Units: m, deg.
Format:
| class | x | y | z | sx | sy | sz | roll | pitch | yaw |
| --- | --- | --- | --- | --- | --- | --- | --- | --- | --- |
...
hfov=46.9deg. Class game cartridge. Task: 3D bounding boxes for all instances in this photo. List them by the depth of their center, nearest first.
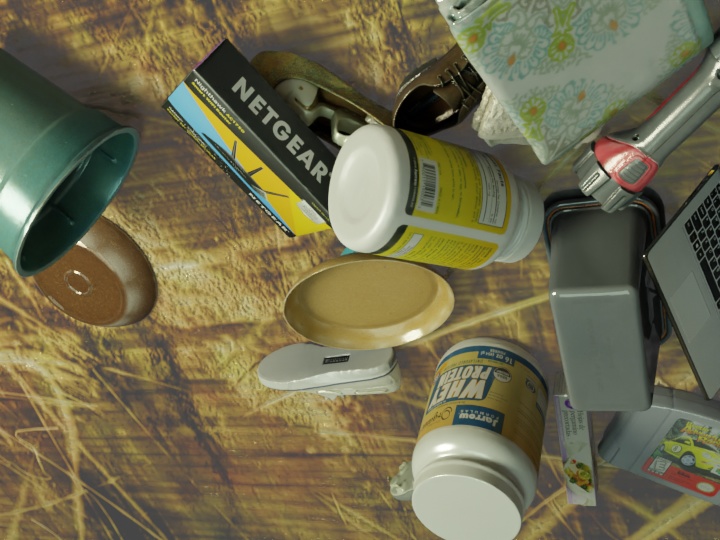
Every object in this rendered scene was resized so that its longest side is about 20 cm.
| class | x | y | z | sx | sy | sz | roll | pitch | yaw |
| --- | --- | --- | --- | --- | --- | --- | --- | --- | --- |
| game cartridge | 0.397 | 0.208 | 0.981 | 0.195 | 0.041 | 0.135 | 19 | 128 | 5 |

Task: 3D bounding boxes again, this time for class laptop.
| class | x | y | z | sx | sy | sz | roll | pitch | yaw |
| --- | --- | --- | --- | --- | --- | --- | --- | --- | --- |
| laptop | 0.387 | -0.002 | 0.763 | 0.115 | 0.200 | 0.189 | 14 | 143 | 57 |

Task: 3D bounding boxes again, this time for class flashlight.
| class | x | y | z | sx | sy | sz | roll | pitch | yaw |
| --- | --- | --- | --- | --- | --- | --- | --- | --- | --- |
| flashlight | 0.274 | -0.139 | 0.728 | 0.201 | 0.067 | 0.068 | -51 | 62 | 37 |

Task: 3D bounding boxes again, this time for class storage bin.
| class | x | y | z | sx | sy | sz | roll | pitch | yaw |
| --- | --- | --- | --- | --- | --- | --- | --- | --- | --- |
| storage bin | 0.254 | 0.039 | 0.830 | 0.142 | 0.136 | 0.203 | -3 | 128 | 23 |

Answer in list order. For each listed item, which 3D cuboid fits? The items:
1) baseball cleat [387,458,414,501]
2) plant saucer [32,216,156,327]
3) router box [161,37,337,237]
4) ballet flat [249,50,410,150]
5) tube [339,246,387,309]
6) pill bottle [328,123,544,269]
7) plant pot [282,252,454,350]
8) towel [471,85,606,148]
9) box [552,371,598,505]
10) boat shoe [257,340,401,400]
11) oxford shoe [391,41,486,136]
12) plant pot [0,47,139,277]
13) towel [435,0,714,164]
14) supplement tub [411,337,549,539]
| class | x | y | z | sx | sy | sz | roll | pitch | yaw |
| --- | --- | --- | --- | --- | --- | --- | --- | --- | --- |
| baseball cleat | 0.127 | 0.281 | 1.121 | 0.106 | 0.070 | 0.199 | 40 | 131 | -14 |
| plant saucer | -0.369 | 0.007 | 1.112 | 0.195 | 0.037 | 0.204 | 11 | 131 | 13 |
| router box | -0.102 | -0.125 | 0.844 | 0.200 | 0.051 | 0.148 | 46 | 160 | -16 |
| ballet flat | -0.030 | -0.154 | 0.828 | 0.197 | 0.071 | 0.071 | 28 | 133 | -2 |
| tube | 0.000 | 0.000 | 0.958 | 0.076 | 0.051 | 0.201 | 27 | 136 | -8 |
| pill bottle | 0.076 | -0.062 | 0.783 | 0.196 | 0.115 | 0.112 | 9 | 142 | -34 |
| plant pot | 0.009 | 0.033 | 0.947 | 0.194 | 0.028 | 0.202 | -2 | 148 | -1 |
| towel | 0.181 | -0.189 | 0.696 | 0.129 | 0.035 | 0.203 | -2 | 135 | -22 |
| box | 0.268 | 0.212 | 1.029 | 0.038 | 0.042 | 0.204 | -1 | 126 | 20 |
| boat shoe | -0.039 | 0.138 | 1.072 | 0.195 | 0.072 | 0.071 | -9 | 126 | 20 |
| oxford shoe | 0.104 | -0.177 | 0.746 | 0.072 | 0.085 | 0.199 | 41 | 129 | -13 |
| plant pot | -0.380 | -0.135 | 0.905 | 0.195 | 0.201 | 0.201 | 38 | 132 | -3 |
| towel | 0.169 | -0.190 | 0.634 | 0.169 | 0.049 | 0.199 | -34 | 136 | 17 |
| supplement tub | 0.138 | 0.194 | 0.956 | 0.141 | 0.202 | 0.147 | 10 | 131 | 12 |
